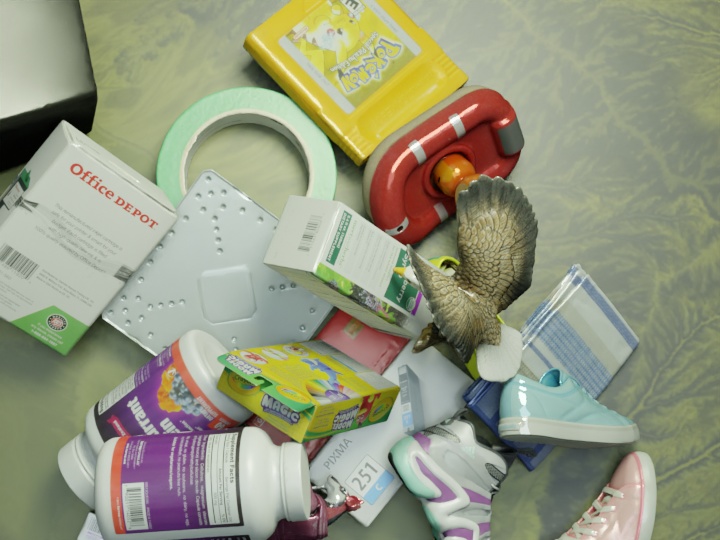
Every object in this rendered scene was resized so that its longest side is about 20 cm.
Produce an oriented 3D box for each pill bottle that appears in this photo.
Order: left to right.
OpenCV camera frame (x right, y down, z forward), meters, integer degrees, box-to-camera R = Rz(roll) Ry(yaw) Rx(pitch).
[{"bbox_3d":[-0.218,0.162,1.440,0.200,0.111,0.111,-38,85,11],"label":"pill bottle"},{"bbox_3d":[-0.152,0.212,1.336,0.200,0.112,0.113,-5,82,3],"label":"pill bottle"}]

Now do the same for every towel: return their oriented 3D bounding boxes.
[{"bbox_3d":[0.212,0.107,1.502,0.200,0.024,0.147,-49,123,-7],"label":"towel"}]

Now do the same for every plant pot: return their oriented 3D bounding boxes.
[{"bbox_3d":[-0.383,-0.217,1.465,0.177,0.200,0.200,-11,82,-15],"label":"plant pot"}]

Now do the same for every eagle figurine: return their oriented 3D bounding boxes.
[{"bbox_3d":[0.102,0.020,1.368,0.151,0.200,0.152,-3,64,-12],"label":"eagle figurine"}]

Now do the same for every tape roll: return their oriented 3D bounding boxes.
[{"bbox_3d":[-0.127,-0.103,1.531,0.200,0.048,0.201,1,82,-4],"label":"tape roll"}]

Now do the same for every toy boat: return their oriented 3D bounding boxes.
[{"bbox_3d":[0.104,-0.099,1.488,0.200,0.131,0.131,-35,47,-7],"label":"toy boat"}]

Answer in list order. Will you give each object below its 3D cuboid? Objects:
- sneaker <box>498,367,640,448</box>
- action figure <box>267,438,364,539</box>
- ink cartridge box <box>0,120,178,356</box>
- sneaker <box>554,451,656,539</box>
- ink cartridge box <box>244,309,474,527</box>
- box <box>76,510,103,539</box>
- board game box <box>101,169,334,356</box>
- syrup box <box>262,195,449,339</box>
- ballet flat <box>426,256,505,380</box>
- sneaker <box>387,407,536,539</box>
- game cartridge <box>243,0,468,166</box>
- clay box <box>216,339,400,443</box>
[{"bbox_3d":[0.230,0.147,1.469,0.200,0.074,0.082,12,74,-41],"label":"sneaker"},{"bbox_3d":[-0.095,0.252,1.412,0.200,0.134,0.149,-4,38,3],"label":"action figure"},{"bbox_3d":[-0.311,-0.034,1.438,0.146,0.084,0.200,37,98,-29],"label":"ink cartridge box"},{"bbox_3d":[0.253,0.288,1.483,0.104,0.075,0.201,14,85,-7],"label":"sneaker"},{"bbox_3d":[0.001,0.149,1.504,0.176,0.045,0.200,39,81,1],"label":"ink cartridge box"},{"bbox_3d":[-0.207,0.313,1.470,0.200,0.039,0.042,22,83,0],"label":"box"},{"bbox_3d":[-0.144,0.025,1.485,0.200,0.026,0.200,36,95,-7],"label":"board game box"},{"bbox_3d":[0.000,0.000,1.425,0.200,0.081,0.079,32,74,-44],"label":"syrup box"},{"bbox_3d":[0.134,0.066,1.507,0.067,0.067,0.200,-33,84,-31],"label":"ballet flat"},{"bbox_3d":[0.133,0.240,1.461,0.140,0.078,0.200,-31,108,-5],"label":"sneaker"},{"bbox_3d":[-0.003,-0.236,1.542,0.200,0.032,0.176,45,65,4],"label":"game cartridge"},{"bbox_3d":[-0.058,0.122,1.399,0.115,0.200,0.048,29,107,27],"label":"clay box"}]
